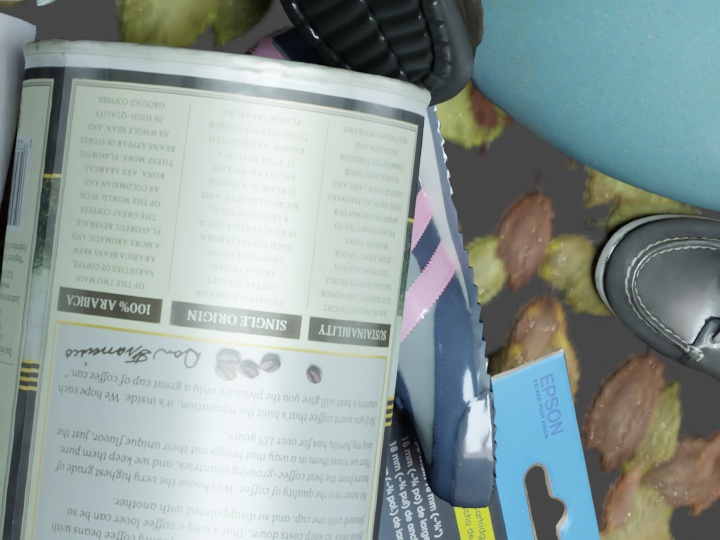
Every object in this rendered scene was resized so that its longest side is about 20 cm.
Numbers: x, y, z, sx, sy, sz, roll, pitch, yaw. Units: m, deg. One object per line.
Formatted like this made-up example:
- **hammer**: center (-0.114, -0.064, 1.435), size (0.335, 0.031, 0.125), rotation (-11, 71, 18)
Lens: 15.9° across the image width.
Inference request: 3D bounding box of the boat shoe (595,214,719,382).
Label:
- **boat shoe**: center (0.192, 0.030, 1.142), size (0.199, 0.057, 0.067), rotation (26, 93, -32)

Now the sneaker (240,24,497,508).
- **sneaker**: center (0.000, 0.000, 0.997), size (0.082, 0.070, 0.201), rotation (-13, 82, -7)

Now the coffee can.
- **coffee can**: center (-0.057, 0.029, 0.901), size (0.146, 0.146, 0.201), rotation (7, 90, -30)

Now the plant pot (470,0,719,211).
- **plant pot**: center (0.109, -0.117, 0.989), size (0.134, 0.200, 0.201), rotation (-1, 111, 9)

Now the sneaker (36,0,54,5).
- **sneaker**: center (-0.110, -0.127, 0.892), size (0.199, 0.088, 0.082), rotation (-9, 112, -48)

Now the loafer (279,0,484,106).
- **loafer**: center (-0.005, -0.156, 0.940), size (0.071, 0.073, 0.201), rotation (-39, 107, -45)

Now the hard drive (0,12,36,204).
- **hard drive**: center (-0.193, -0.008, 0.875), size (0.131, 0.027, 0.201), rotation (16, 72, -21)

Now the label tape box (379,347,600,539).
- **label tape box**: center (-0.002, 0.122, 1.063), size (0.199, 0.063, 0.145), rotation (-22, 115, -22)
